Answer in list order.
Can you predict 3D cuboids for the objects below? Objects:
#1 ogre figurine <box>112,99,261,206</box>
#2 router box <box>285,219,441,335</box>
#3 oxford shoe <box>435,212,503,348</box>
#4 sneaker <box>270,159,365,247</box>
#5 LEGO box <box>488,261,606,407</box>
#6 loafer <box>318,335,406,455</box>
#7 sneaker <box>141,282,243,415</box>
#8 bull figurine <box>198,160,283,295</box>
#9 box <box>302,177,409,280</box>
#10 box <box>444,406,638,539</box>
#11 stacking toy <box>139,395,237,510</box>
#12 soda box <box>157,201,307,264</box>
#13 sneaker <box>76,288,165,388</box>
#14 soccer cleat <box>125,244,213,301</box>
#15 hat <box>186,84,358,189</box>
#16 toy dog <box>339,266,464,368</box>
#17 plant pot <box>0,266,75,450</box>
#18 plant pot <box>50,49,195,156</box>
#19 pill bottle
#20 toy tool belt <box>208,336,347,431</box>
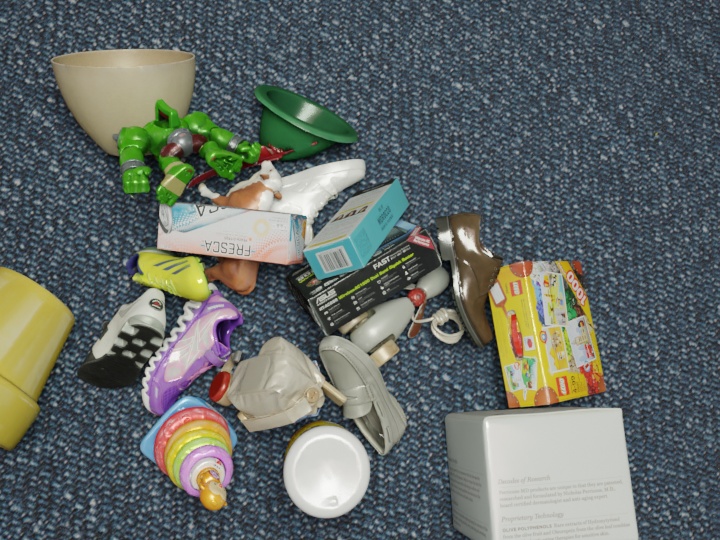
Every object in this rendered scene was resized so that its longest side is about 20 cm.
[{"bbox_3d":[-0.246,-0.167,0.909,0.199,0.099,0.120,-34,62,-18],"label":"ogre figurine"},{"bbox_3d":[0.000,0.000,0.969,0.199,0.150,0.063,-31,109,-11],"label":"router box"},{"bbox_3d":[0.168,0.015,0.949,0.083,0.073,0.202,-12,103,11],"label":"oxford shoe"},{"bbox_3d":[-0.074,-0.094,1.027,0.198,0.074,0.117,-18,83,1],"label":"sneaker"},{"bbox_3d":[0.277,0.092,0.991,0.148,0.077,0.203,-1,78,-39],"label":"LEGO box"},{"bbox_3d":[0.001,0.178,0.942,0.201,0.069,0.070,55,43,-22],"label":"loafer"},{"bbox_3d":[-0.236,0.120,0.953,0.088,0.081,0.202,24,77,15],"label":"sneaker"},{"bbox_3d":[-0.182,-0.068,0.978,0.120,0.065,0.203,14,95,25],"label":"bull figurine"},{"bbox_3d":[-0.001,-0.064,0.961,0.082,0.200,0.050,-15,112,32],"label":"box"},{"bbox_3d":[0.238,0.281,0.921,0.197,0.199,0.174,-3,79,-8],"label":"box"},{"bbox_3d":[-0.209,0.257,0.872,0.110,0.200,0.116,-46,113,-10],"label":"stacking toy"},{"bbox_3d":[-0.176,-0.052,0.907,0.198,0.064,0.069,7,95,15],"label":"soda box"},{"bbox_3d":[-0.329,0.097,0.935,0.074,0.199,0.089,33,37,-31],"label":"sneaker"},{"bbox_3d":[-0.271,0.010,0.929,0.083,0.199,0.065,-21,114,-31],"label":"soccer cleat"},{"bbox_3d":[-0.127,-0.178,1.047,0.198,0.166,0.177,28,113,0],"label":"hat"},{"bbox_3d":[0.050,0.073,1.009,0.198,0.096,0.133,-14,78,-23],"label":"toy dog"},{"bbox_3d":[-0.497,0.107,0.889,0.199,0.201,0.190,28,62,0],"label":"plant pot"},{"bbox_3d":[-0.339,-0.246,0.980,0.198,0.201,0.136,-3,114,-6],"label":"plant pot"},{"bbox_3d":[-0.050,0.261,0.893,0.108,0.200,0.111,1,79,-6],"label":"pill bottle"},{"bbox_3d":[-0.118,0.176,0.933,0.122,0.199,0.126,32,56,-28],"label":"toy tool belt"}]
